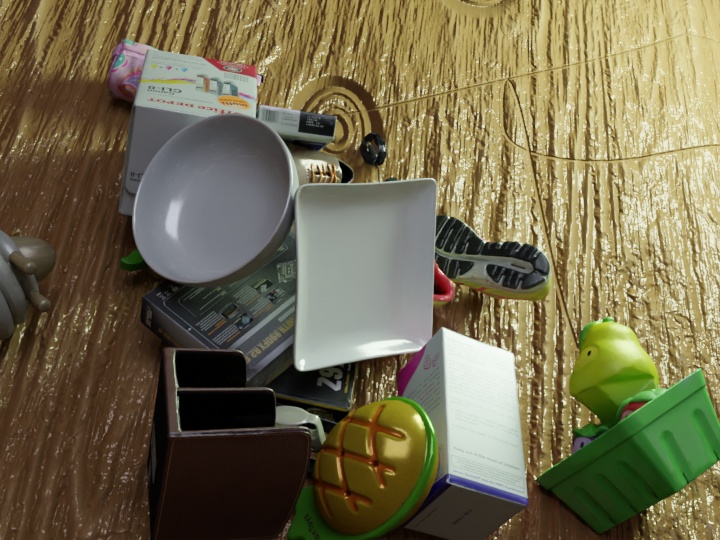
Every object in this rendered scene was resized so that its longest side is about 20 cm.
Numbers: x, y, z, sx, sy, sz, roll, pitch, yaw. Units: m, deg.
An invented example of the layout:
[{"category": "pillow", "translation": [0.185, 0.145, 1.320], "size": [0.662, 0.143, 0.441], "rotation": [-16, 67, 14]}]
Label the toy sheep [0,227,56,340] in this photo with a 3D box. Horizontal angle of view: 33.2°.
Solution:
[{"category": "toy sheep", "translation": [-0.417, 0.024, 1.296], "size": [0.200, 0.138, 0.138], "rotation": [-30, 62, -29]}]

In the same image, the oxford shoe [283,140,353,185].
[{"category": "oxford shoe", "translation": [-0.064, -0.126, 1.495], "size": [0.073, 0.071, 0.200], "rotation": [2, 7, 17]}]

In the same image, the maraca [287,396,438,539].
[{"category": "maraca", "translation": [0.000, 0.215, 1.212], "size": [0.107, 0.200, 0.137], "rotation": [33, 13, -37]}]

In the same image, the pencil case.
[{"category": "pencil case", "translation": [-0.235, -0.251, 1.620], "size": [0.200, 0.087, 0.087], "rotation": [13, 47, -2]}]

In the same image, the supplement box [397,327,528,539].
[{"category": "supplement box", "translation": [0.105, 0.178, 1.302], "size": [0.103, 0.101, 0.200], "rotation": [20, 45, -21]}]

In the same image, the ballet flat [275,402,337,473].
[{"category": "ballet flat", "translation": [-0.040, 0.184, 1.295], "size": [0.200, 0.073, 0.073], "rotation": [18, 47, 1]}]

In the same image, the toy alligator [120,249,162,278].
[{"category": "toy alligator", "translation": [-0.196, -0.036, 1.454], "size": [0.200, 0.059, 0.054], "rotation": [-10, 53, -23]}]

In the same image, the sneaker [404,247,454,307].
[{"category": "sneaker", "translation": [0.043, -0.026, 1.419], "size": [0.200, 0.090, 0.078], "rotation": [45, 61, -31]}]

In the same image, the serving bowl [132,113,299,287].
[{"category": "serving bowl", "translation": [-0.150, -0.069, 1.324], "size": [0.200, 0.066, 0.200], "rotation": [-9, 66, 22]}]

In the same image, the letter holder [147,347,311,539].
[{"category": "letter holder", "translation": [-0.130, 0.175, 1.188], "size": [0.142, 0.200, 0.101], "rotation": [1, 49, -15]}]

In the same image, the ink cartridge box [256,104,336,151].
[{"category": "ink cartridge box", "translation": [-0.091, -0.175, 1.532], "size": [0.095, 0.200, 0.037], "rotation": [7, 87, -9]}]

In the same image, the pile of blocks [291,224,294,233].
[{"category": "pile of blocks", "translation": [-0.056, -0.044, 1.512], "size": [0.200, 0.082, 0.062], "rotation": [15, 89, 10]}]

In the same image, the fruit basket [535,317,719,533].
[{"category": "fruit basket", "translation": [0.277, 0.155, 1.314], "size": [0.155, 0.216, 0.216], "rotation": [-26, 60, -32]}]

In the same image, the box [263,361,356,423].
[{"category": "box", "translation": [-0.082, 0.078, 1.393], "size": [0.160, 0.049, 0.200], "rotation": [14, 47, -5]}]

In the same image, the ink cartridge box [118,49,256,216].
[{"category": "ink cartridge box", "translation": [-0.206, -0.161, 1.469], "size": [0.145, 0.145, 0.200], "rotation": [8, 29, -9]}]

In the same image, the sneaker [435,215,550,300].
[{"category": "sneaker", "translation": [0.148, -0.004, 1.508], "size": [0.200, 0.090, 0.078], "rotation": [22, 78, 29]}]

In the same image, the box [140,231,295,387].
[{"category": "box", "translation": [-0.120, 0.036, 1.354], "size": [0.158, 0.048, 0.200], "rotation": [36, 51, 17]}]

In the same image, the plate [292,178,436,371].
[{"category": "plate", "translation": [0.000, 0.000, 1.329], "size": [0.199, 0.200, 0.032], "rotation": [-7, 12, -40]}]

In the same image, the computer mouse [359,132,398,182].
[{"category": "computer mouse", "translation": [0.034, -0.114, 1.596], "size": [0.034, 0.059, 0.200], "rotation": [15, 40, -25]}]
